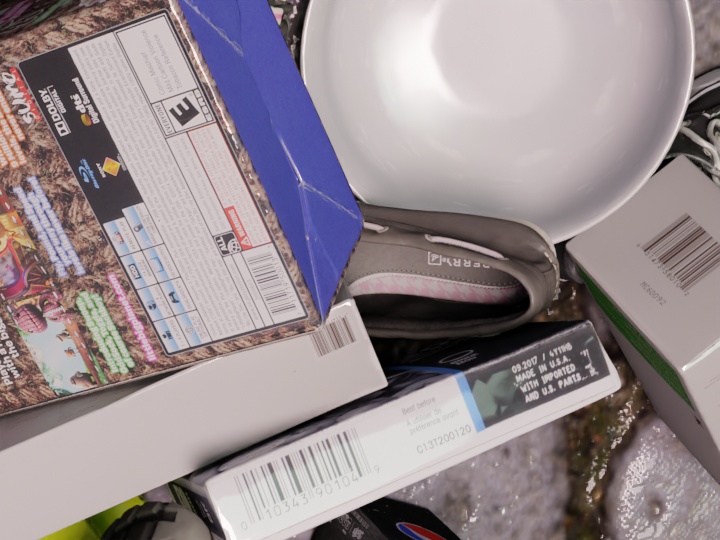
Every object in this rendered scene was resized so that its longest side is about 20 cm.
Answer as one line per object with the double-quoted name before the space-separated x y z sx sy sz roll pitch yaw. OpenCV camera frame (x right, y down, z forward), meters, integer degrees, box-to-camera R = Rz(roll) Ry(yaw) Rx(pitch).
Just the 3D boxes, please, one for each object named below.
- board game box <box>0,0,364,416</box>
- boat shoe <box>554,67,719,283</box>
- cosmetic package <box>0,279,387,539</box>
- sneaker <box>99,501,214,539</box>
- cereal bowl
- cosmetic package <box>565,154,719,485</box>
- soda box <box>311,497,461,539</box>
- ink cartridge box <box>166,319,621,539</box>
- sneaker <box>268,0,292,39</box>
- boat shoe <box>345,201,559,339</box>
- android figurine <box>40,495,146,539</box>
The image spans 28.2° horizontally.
"board game box" -0.123 -0.039 0.641 0.199 0.097 0.160 -15 114 20
"boat shoe" 0.187 -0.057 0.831 0.199 0.068 0.074 -28 110 -14
"cosmetic package" -0.091 0.061 0.667 0.199 0.083 0.051 -23 111 -1
"sneaker" -0.113 0.179 0.681 0.079 0.076 0.200 34 128 -12
"cereal bowl" 0.072 -0.114 0.748 0.199 0.083 0.201 3 107 8
"cosmetic package" 0.199 0.043 0.788 0.085 0.108 0.200 -37 139 -1
"soda box" 0.036 0.180 0.748 0.070 0.200 0.064 20 95 -23
"ink cartridge box" 0.001 0.079 0.724 0.197 0.200 0.044 -22 91 -17
"sneaker" -0.063 -0.131 0.706 0.086 0.080 0.200 44 95 -3
"boat shoe" 0.000 0.000 0.725 0.199 0.057 0.067 1 111 13
"android figurine" -0.196 0.158 0.740 0.182 0.041 0.200 -37 114 -10
